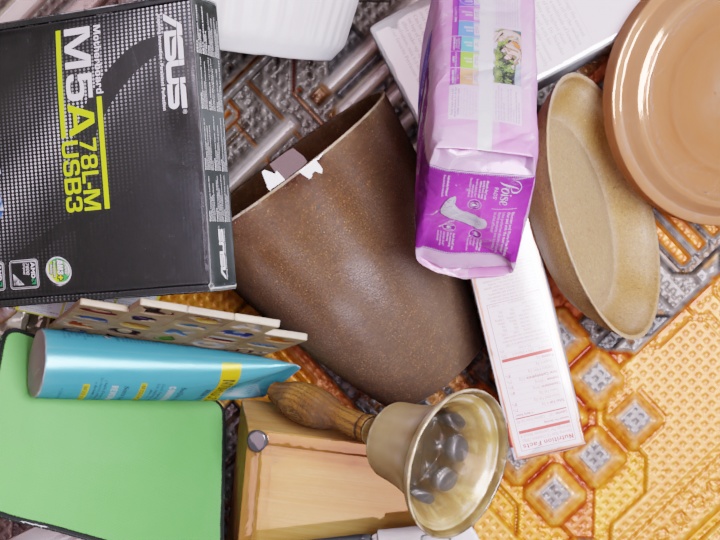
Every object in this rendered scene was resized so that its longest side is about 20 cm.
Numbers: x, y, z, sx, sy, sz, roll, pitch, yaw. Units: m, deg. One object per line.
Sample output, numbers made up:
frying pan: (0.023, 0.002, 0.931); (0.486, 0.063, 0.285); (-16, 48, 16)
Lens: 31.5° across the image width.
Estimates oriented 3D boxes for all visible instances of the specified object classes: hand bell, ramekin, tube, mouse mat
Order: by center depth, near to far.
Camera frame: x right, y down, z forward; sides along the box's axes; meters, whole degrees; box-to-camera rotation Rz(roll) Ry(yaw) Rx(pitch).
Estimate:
hand bell: (-0.001, 0.114, 0.937); (0.199, 0.104, 0.105); (14, 92, 44)
ramekin: (-0.092, -0.216, 0.966); (0.200, 0.202, 0.095); (8, 102, 5)
mouse mat: (-0.188, 0.136, 0.966); (0.199, 0.162, 0.008); (23, 133, -27)
tube: (-0.151, 0.078, 0.981); (0.198, 0.077, 0.051); (6, 70, -27)

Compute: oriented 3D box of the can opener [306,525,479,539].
can opener: (-0.006, 0.221, 0.935); (0.198, 0.067, 0.054); (-8, 88, 6)

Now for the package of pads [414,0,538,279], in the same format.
package of pads: (0.077, -0.106, 0.867); (0.075, 0.121, 0.201); (4, 50, 0)

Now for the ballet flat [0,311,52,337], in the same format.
ballet flat: (-0.285, 0.056, 1.040); (0.069, 0.069, 0.202); (16, 92, 5)

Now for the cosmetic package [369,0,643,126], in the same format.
cosmetic package: (0.118, -0.189, 1.003); (0.199, 0.071, 0.102); (-27, 88, 5)

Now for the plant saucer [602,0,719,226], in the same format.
plant saucer: (0.280, -0.133, 0.971); (0.198, 0.032, 0.202); (-3, 102, -15)

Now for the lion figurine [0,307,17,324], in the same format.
lion figurine: (-0.351, -0.002, 1.019); (0.122, 0.072, 0.201); (-39, 71, 39)

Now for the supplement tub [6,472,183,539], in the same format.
supplement tub: (-0.177, 0.271, 0.993); (0.145, 0.145, 0.201); (-26, 88, 5)

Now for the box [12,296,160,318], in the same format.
box: (-0.189, -0.058, 0.977); (0.117, 0.048, 0.201); (16, 100, -36)

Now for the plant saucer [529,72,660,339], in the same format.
plant saucer: (0.169, -0.044, 0.951); (0.035, 0.200, 0.202); (-15, 89, 31)

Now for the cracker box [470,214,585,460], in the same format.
cracker box: (0.119, 0.033, 0.972); (0.057, 0.134, 0.202); (-13, 89, 6)

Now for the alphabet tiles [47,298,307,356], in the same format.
alphabet tiles: (-0.138, 0.045, 0.946); (0.165, 0.200, 0.006); (11, 76, -21)

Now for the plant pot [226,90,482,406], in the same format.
plant pot: (0.000, 0.000, 0.976); (0.186, 0.187, 0.201); (-36, 102, 4)

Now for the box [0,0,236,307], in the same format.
box: (-0.186, -0.079, 0.891); (0.192, 0.047, 0.202); (-3, 90, 22)

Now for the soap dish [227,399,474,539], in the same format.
soap dish: (-0.009, 0.193, 1.010); (0.198, 0.081, 0.159); (6, 91, 6)
